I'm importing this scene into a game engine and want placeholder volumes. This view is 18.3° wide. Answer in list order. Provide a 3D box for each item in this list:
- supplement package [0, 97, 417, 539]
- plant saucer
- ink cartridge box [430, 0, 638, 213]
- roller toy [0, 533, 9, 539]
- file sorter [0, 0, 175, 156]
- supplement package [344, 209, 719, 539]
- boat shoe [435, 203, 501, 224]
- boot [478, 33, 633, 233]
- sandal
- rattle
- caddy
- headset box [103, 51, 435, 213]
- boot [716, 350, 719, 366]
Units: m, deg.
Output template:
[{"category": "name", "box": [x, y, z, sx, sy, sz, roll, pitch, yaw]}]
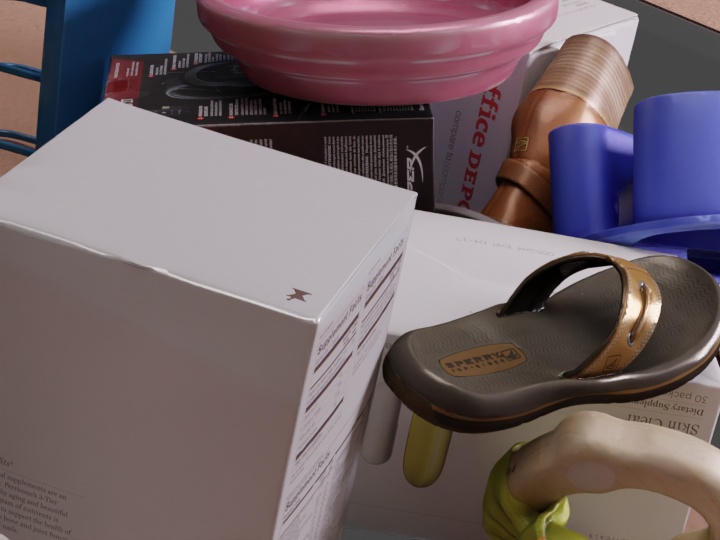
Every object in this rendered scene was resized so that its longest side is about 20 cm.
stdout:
[{"category": "supplement package", "box": [-0.082, 0.060, 0.937, 0.151, 0.201, 0.151, 17, 25, 11]}, {"category": "plant saucer", "box": [0.010, -0.134, 1.231, 0.199, 0.051, 0.201, -1, 20, 0]}, {"category": "ink cartridge box", "box": [0.051, -0.121, 1.457, 0.199, 0.148, 0.146, 25, 27, 28]}, {"category": "roller toy", "box": [-0.200, 0.135, 0.741, 0.199, 0.184, 0.139, -11, 32, -41]}, {"category": "file sorter", "box": [-0.195, -0.139, 1.327, 0.122, 0.201, 0.139, 16, 24, 19]}, {"category": "supplement package", "box": [0.064, 0.056, 1.122, 0.199, 0.112, 0.156, 9, 24, -6]}, {"category": "boat shoe", "box": [0.000, 0.000, 1.269, 0.199, 0.076, 0.060, 4, 25, 14]}, {"category": "boot", "box": [0.144, -0.024, 1.354, 0.076, 0.200, 0.156, 5, 52, 34]}, {"category": "sandal", "box": [0.095, 0.021, 1.013, 0.199, 0.055, 0.082, -11, 37, -35]}, {"category": "rattle", "box": [0.148, 0.158, 0.997, 0.199, 0.130, 0.143, 33, 30, -20]}, {"category": "caddy", "box": [0.193, -0.031, 1.255, 0.199, 0.106, 0.141, 4, -14, -42]}, {"category": "headset box", "box": [-0.062, -0.069, 1.240, 0.198, 0.078, 0.149, -4, 20, -3]}, {"category": "boot", "box": [0.223, 0.067, 1.228, 0.143, 0.073, 0.200, 7, 16, -9]}]
